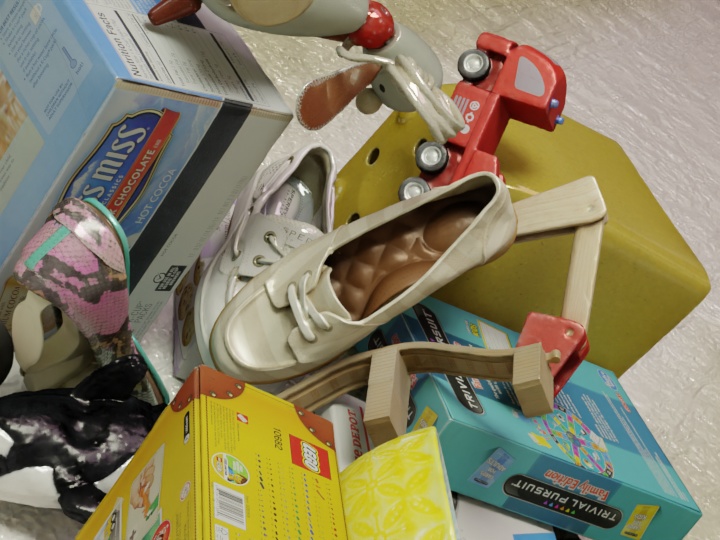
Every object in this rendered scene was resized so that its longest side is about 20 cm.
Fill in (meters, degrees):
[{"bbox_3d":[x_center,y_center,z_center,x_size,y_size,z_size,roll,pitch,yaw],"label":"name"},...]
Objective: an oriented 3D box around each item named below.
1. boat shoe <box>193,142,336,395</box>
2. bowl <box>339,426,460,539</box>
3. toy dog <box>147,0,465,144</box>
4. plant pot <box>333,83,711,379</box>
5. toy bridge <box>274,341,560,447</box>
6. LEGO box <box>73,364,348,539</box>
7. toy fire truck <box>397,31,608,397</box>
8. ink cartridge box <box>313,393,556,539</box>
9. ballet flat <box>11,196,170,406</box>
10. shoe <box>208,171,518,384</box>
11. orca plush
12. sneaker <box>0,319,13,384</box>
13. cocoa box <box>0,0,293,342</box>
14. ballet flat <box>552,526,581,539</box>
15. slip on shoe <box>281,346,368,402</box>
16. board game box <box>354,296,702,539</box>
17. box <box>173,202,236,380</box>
[{"bbox_3d":[-0.052,-0.008,0.965,0.071,0.069,0.200,29,43,-22],"label":"boat shoe"},{"bbox_3d":[0.005,0.183,0.747,0.108,0.200,0.200,-11,32,2],"label":"bowl"},{"bbox_3d":[-0.039,-0.133,0.858,0.200,0.096,0.132,46,18,-26],"label":"toy dog"},{"bbox_3d":[0.085,-0.018,1.103,0.200,0.196,0.194,29,24,-33],"label":"plant pot"},{"bbox_3d":[0.016,0.070,0.868,0.067,0.200,0.027,-81,152,-55],"label":"toy bridge"},{"bbox_3d":[-0.072,0.163,0.661,0.077,0.149,0.200,26,27,-21],"label":"LEGO box"},{"bbox_3d":[0.098,-0.037,0.949,0.141,0.200,0.049,22,-9,18],"label":"toy fire truck"},{"bbox_3d":[0.018,0.144,0.906,0.200,0.068,0.116,25,25,-21],"label":"ink cartridge box"},{"bbox_3d":[-0.151,0.036,0.825,0.071,0.200,0.069,-37,66,-19],"label":"ballet flat"},{"bbox_3d":[0.000,0.000,0.892,0.070,0.200,0.053,59,-6,15],"label":"shoe"},{"bbox_3d":[-0.114,0.082,0.793,0.200,0.071,0.105,12,16,-10],"label":"orca plush"},{"bbox_3d":[-0.277,0.001,0.785,0.201,0.067,0.108,42,23,7],"label":"sneaker"},{"bbox_3d":[-0.163,-0.066,0.892,0.131,0.200,0.133,6,40,-47],"label":"cocoa box"},{"bbox_3d":[0.188,0.219,0.982,0.200,0.057,0.066,29,-16,-20],"label":"ballet flat"},{"bbox_3d":[-0.039,0.043,1.026,0.074,0.061,0.200,2,49,-19],"label":"slip on shoe"},{"bbox_3d":[0.101,0.094,0.973,0.200,0.047,0.151,22,24,-28],"label":"board game box"},{"bbox_3d":[-0.100,0.006,1.038,0.039,0.041,0.200,26,27,-21],"label":"box"}]
